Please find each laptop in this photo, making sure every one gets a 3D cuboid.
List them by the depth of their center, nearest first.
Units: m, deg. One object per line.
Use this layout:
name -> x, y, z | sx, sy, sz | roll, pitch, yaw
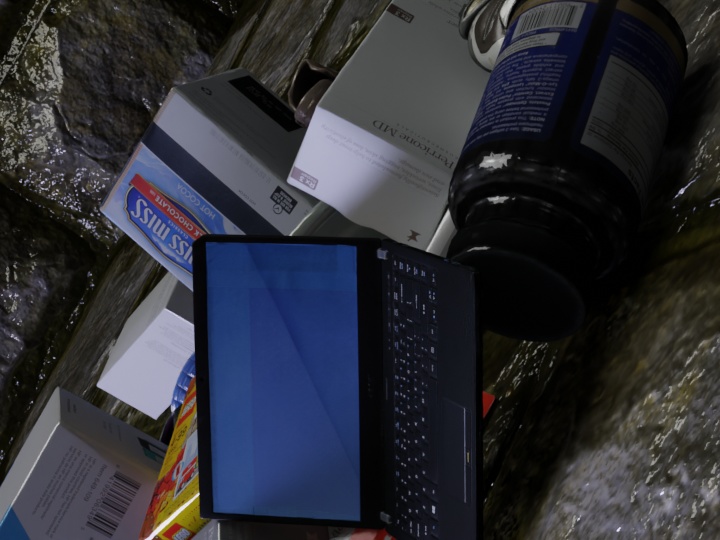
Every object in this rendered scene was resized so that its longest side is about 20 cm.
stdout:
laptop -> -0.016, 0.076, 1.102 | 0.200, 0.103, 0.179 | -158, 65, -66

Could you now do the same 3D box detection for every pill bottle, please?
pill bottle -> 0.115, -0.064, 1.123 | 0.112, 0.111, 0.201 | -41, 23, 55

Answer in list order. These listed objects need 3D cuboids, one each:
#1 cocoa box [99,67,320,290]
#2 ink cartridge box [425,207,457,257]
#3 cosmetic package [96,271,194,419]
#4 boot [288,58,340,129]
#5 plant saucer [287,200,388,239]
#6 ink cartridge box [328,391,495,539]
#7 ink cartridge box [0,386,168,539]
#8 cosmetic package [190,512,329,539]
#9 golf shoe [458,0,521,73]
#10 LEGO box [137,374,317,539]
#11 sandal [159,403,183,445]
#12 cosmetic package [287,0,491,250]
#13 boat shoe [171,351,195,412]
cocoa box -> -0.083, -0.048, 1.581 | 0.132, 0.200, 0.133 | -55, -12, 24
ink cartridge box -> 0.091, -0.046, 1.369 | 0.162, 0.050, 0.200 | -62, -5, -6
cosmetic package -> -0.202, 0.065, 2.121 | 0.200, 0.084, 0.108 | -45, 19, 51
boot -> 0.012, -0.124, 1.562 | 0.071, 0.145, 0.200 | -62, 9, 10
plant saucer -> 0.000, 0.000, 1.450 | 0.200, 0.050, 0.200 | -38, -22, -18
ink cartridge box -> 0.006, 0.129, 1.269 | 0.163, 0.057, 0.200 | -61, 8, -4
ink cartridge box -> -0.171, 0.206, 1.431 | 0.147, 0.199, 0.146 | -59, 11, 1
cosmetic package -> -0.094, 0.244, 1.252 | 0.200, 0.090, 0.107 | -51, 38, 47
golf shoe -> 0.158, -0.202, 1.312 | 0.200, 0.078, 0.095 | -45, 18, 7
LEGO box -> -0.055, 0.100, 1.292 | 0.200, 0.077, 0.150 | -43, 23, 44
sandal -> -0.147, 0.159, 1.620 | 0.075, 0.048, 0.201 | -44, 22, 53
cosmetic package -> 0.041, -0.116, 1.371 | 0.200, 0.112, 0.081 | -60, -4, -48
boat shoe -> -0.105, 0.067, 1.806 | 0.201, 0.072, 0.072 | -55, 1, 12
